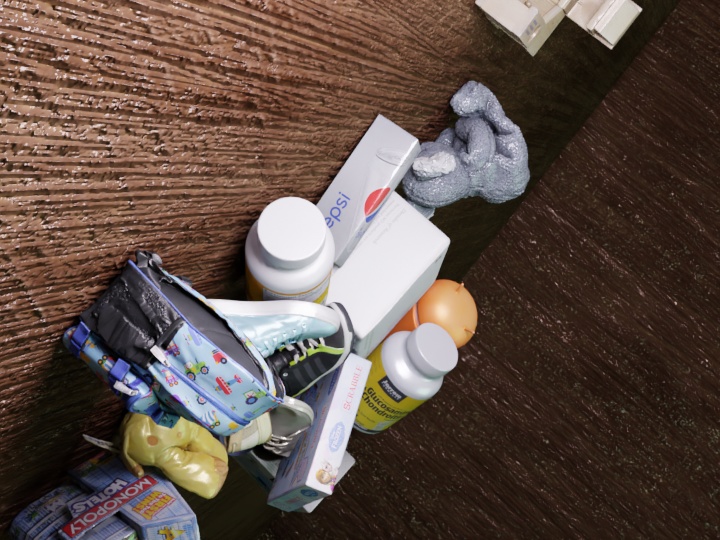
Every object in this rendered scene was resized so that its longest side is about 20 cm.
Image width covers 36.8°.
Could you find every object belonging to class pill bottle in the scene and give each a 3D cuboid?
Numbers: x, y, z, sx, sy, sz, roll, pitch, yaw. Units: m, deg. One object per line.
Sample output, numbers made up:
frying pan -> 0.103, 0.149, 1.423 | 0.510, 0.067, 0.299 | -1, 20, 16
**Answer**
pill bottle -> 0.057, 0.163, 1.667 | 0.200, 0.112, 0.112 | -42, 177, 40
pill bottle -> -0.089, -0.012, 1.354 | 0.111, 0.111, 0.200 | -46, 168, -20

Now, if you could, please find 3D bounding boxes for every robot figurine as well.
robot figurine -> 0.108, 0.082, 1.742 | 0.199, 0.117, 0.144 | -21, -145, 50

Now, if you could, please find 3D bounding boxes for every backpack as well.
backpack -> -0.179, 0.097, 1.115 | 0.135, 0.200, 0.183 | -49, 170, -6

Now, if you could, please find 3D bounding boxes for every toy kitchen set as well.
toy kitchen set -> 0.295, -0.388, 1.504 | 0.200, 0.163, 0.180 | -52, 169, 12

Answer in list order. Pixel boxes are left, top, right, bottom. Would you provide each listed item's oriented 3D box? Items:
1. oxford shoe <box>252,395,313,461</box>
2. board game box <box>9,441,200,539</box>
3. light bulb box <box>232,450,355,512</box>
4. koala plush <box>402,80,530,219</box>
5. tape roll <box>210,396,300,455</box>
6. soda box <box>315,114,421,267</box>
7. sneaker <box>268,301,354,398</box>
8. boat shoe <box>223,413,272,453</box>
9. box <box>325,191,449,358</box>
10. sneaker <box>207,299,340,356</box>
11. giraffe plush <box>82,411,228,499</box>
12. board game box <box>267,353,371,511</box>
oxford shoe -> -0.112, 0.223, 1.514 | 0.200, 0.075, 0.058 | 120, -6, -61
board game box -> -0.300, 0.309, 1.338 | 0.199, 0.199, 0.062 | -28, 125, -38
light bulb box -> -0.140, 0.312, 1.906 | 0.125, 0.198, 0.200 | -45, -175, -21
koala plush -> 0.148, -0.162, 1.713 | 0.199, 0.184, 0.178 | -29, 160, -30
tape roll -> -0.165, 0.165, 1.587 | 0.200, 0.085, 0.201 | -42, 150, -30
soda box -> -0.001, -0.106, 1.461 | 0.201, 0.068, 0.063 | -55, 170, -2
sneaker -> -0.082, 0.121, 1.466 | 0.082, 0.072, 0.200 | -8, 146, -44
boat shoe -> -0.171, 0.142, 1.440 | 0.063, 0.202, 0.073 | -17, -163, -22
box -> 0.000, 0.000, 1.590 | 0.200, 0.171, 0.199 | -48, 171, -15
sneaker -> -0.122, 0.084, 1.326 | 0.074, 0.198, 0.083 | 116, -27, -67
giraffe plush -> -0.230, 0.171, 1.382 | 0.199, 0.172, 0.163 | 25, 96, -44
board game box -> -0.062, 0.239, 1.580 | 0.199, 0.041, 0.201 | -42, -153, 63
